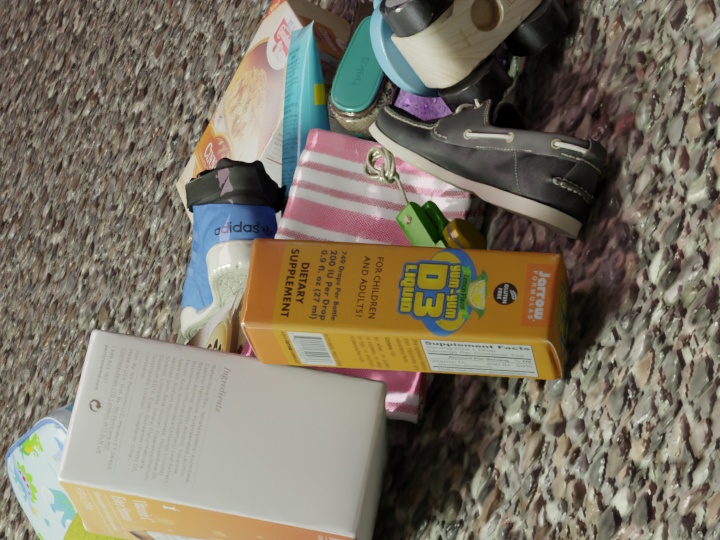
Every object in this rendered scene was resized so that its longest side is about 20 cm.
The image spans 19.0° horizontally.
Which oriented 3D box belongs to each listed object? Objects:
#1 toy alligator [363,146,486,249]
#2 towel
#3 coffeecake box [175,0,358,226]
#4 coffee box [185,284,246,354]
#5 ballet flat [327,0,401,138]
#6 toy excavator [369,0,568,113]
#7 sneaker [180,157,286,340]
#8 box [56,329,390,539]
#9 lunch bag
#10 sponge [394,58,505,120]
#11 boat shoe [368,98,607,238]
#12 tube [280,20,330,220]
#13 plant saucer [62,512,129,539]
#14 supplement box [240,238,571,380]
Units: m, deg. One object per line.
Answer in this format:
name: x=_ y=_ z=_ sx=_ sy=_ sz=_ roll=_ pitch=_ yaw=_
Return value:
toy alligator: x=0.060 y=-0.007 z=1.445 sx=0.059 sy=0.054 sz=0.200 roll=-47 pitch=48 yaw=24
towel: x=0.000 y=0.000 z=1.508 sx=0.146 sy=0.030 sz=0.201 roll=10 pitch=71 yaw=22
coffeecake box: x=-0.069 y=-0.114 z=1.812 sx=0.200 sy=0.073 sz=0.154 roll=-60 pitch=24 yaw=16
coffee box: x=-0.078 y=0.087 z=1.626 sx=0.200 sy=0.080 sz=0.114 roll=138 pitch=144 yaw=-59
ballet flat: x=0.027 y=-0.197 z=1.685 sx=0.068 sy=0.075 sz=0.201 roll=13 pitch=79 yaw=24
toy excavator: x=0.066 y=-0.208 z=1.552 sx=0.194 sy=0.100 sz=0.200 roll=-46 pitch=25 yaw=-16
sneaker: x=-0.101 y=-0.018 z=1.676 sx=0.200 sy=0.076 sz=0.112 roll=110 pitch=159 yaw=-68
box: x=-0.086 y=0.128 z=1.439 sx=0.152 sy=0.199 sz=0.107 roll=85 pitch=-164 yaw=-69
lunch bag: x=-0.185 y=0.196 z=1.667 sx=0.200 sy=0.082 sz=0.161 roll=59 pitch=149 yaw=5
sponge: x=0.039 y=-0.072 z=1.603 sx=0.112 sy=0.030 sz=0.201 roll=24 pitch=92 yaw=66
boat shoe: x=0.084 y=-0.081 z=1.436 sx=0.200 sy=0.072 sz=0.068 roll=26 pitch=96 yaw=47
tube: x=-0.042 y=-0.091 z=1.677 sx=0.077 sy=0.050 sz=0.201 roll=176 pitch=91 yaw=-70
plant saucer: x=-0.157 y=0.287 z=1.543 sx=0.200 sy=0.048 sz=0.201 roll=12 pitch=124 yaw=64
supplement box: x=0.030 y=0.024 z=1.349 sx=0.069 sy=0.199 sz=0.067 roll=73 pitch=-157 yaw=-63
